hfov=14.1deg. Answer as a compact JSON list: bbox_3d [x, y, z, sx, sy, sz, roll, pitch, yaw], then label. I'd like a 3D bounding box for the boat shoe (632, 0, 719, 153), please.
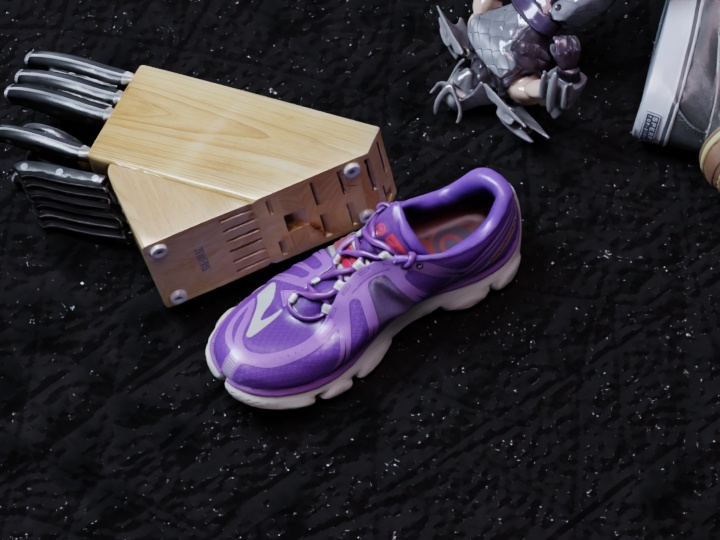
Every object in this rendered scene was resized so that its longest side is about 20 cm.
[{"bbox_3d":[0.215,-0.159,1.712,0.068,0.074,0.200,16,62,3],"label":"boat shoe"}]

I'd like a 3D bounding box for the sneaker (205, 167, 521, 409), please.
[{"bbox_3d":[0.000,0.000,1.612,0.200,0.084,0.081,-33,63,-16],"label":"sneaker"}]

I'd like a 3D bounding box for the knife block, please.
[{"bbox_3d":[-0.101,-0.076,1.657,0.200,0.064,0.176,-23,56,-4],"label":"knife block"}]

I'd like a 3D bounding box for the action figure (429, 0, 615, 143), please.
[{"bbox_3d":[0.112,-0.160,1.684,0.200,0.069,0.130,-43,63,14],"label":"action figure"}]

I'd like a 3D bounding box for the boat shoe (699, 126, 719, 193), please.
[{"bbox_3d":[0.294,-0.069,1.656,0.200,0.072,0.068,-10,57,-8],"label":"boat shoe"}]
